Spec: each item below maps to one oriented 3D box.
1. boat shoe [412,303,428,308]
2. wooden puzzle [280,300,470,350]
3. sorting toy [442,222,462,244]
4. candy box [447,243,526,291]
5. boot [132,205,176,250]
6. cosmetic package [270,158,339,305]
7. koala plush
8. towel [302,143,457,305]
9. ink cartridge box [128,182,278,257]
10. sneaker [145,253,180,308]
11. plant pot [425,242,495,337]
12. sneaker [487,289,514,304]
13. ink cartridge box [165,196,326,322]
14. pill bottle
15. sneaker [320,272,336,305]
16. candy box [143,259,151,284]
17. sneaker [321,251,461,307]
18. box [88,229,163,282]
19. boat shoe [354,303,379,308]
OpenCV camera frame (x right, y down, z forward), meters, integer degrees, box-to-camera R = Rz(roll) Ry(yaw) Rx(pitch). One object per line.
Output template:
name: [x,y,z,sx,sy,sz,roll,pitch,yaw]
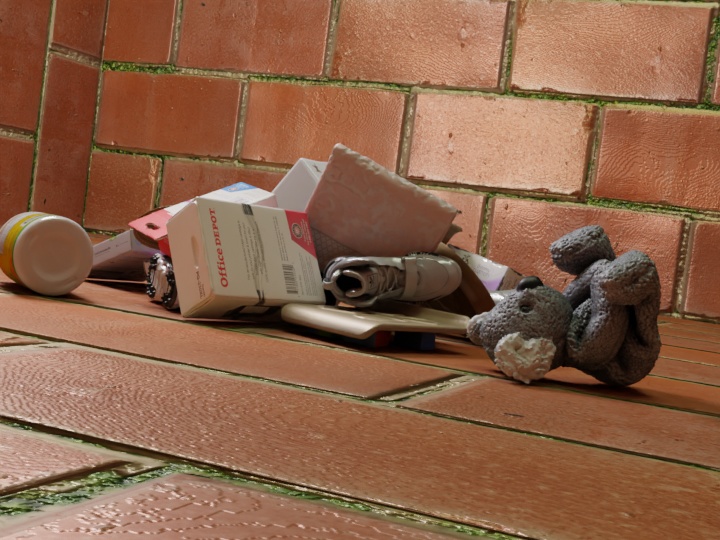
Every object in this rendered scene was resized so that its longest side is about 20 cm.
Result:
boat shoe: [0.120,0.057,1.815,0.072,0.073,0.200,8,2,33]
wooden puzzle: [0.021,0.076,1.432,0.199,0.047,0.185,-1,7,-42]
sorting toy: [0.056,-0.025,1.756,0.185,0.200,0.037,19,27,-54]
candy box: [0.249,0.039,1.802,0.199,0.072,0.167,26,1,-35]
boot: [-0.273,-0.074,1.758,0.198,0.074,0.155,-6,4,-9]
cosmetic package: [-0.074,-0.060,1.837,0.167,0.200,0.167,3,45,-56]
koala plush: [0.232,0.068,1.252,0.199,0.185,0.177,-14,19,-10]
towel: [0.012,-0.058,1.546,0.199,0.192,0.032,29,25,-1]
ink cartridge box: [-0.231,-0.063,1.592,0.199,0.068,0.116,-23,25,-27]
sneaker: [-0.263,0.022,1.585,0.090,0.067,0.200,11,6,-25]
plant pot: [0.134,0.033,1.616,0.027,0.201,0.200,-39,21,-19]
sneaker: [0.231,0.059,1.624,0.092,0.076,0.200,-38,33,-19]
ink cartridge box: [-0.158,-0.011,1.472,0.199,0.146,0.084,5,-26,-44]
pill bottle: [-0.470,-0.029,1.555,0.110,0.112,0.200,6,2,-30]
sneaker: [-0.120,0.015,1.614,0.199,0.071,0.099,9,-41,-20]
candy box: [-0.231,-0.010,1.719,0.199,0.061,0.136,-13,-2,11]
sneaker: [0.041,0.015,1.480,0.198,0.076,0.115,0,6,6]
box: [-0.386,-0.023,1.837,0.155,0.042,0.199,5,-15,-44]
boat shoe: [0.000,0.000,1.650,0.073,0.200,0.063,-26,18,51]
